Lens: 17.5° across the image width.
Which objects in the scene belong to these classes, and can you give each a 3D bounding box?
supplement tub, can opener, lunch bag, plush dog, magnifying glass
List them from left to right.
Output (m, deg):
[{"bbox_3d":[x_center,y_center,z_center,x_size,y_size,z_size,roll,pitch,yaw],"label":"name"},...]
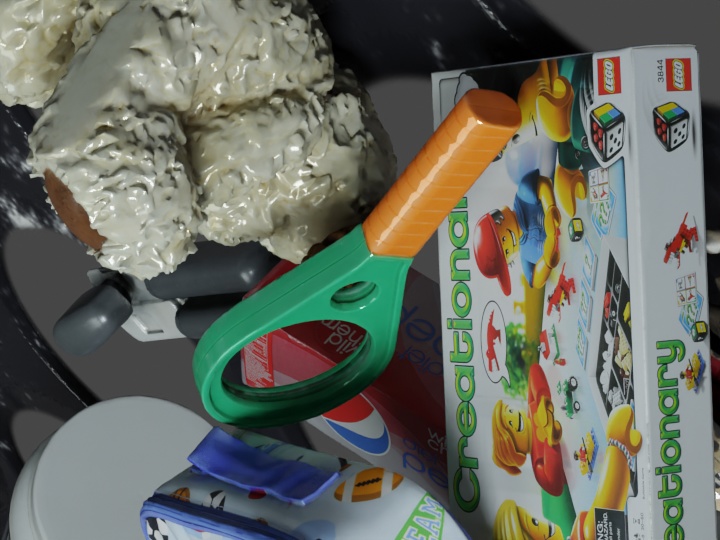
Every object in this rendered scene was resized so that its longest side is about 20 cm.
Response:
[{"bbox_3d":[-0.146,0.166,1.419,0.140,0.140,0.200,42,154,6],"label":"supplement tub"},{"bbox_3d":[-0.097,0.022,1.216,0.053,0.067,0.200,52,154,-17],"label":"can opener"},{"bbox_3d":[-0.050,-0.071,0.969,0.172,0.160,0.200,46,-176,-41],"label":"plush dog"},{"bbox_3d":[-0.009,0.138,0.934,0.160,0.076,0.200,57,158,-18],"label":"lunch bag"},{"bbox_3d":[0.000,0.000,0.902,0.200,0.079,0.022,-49,47,42],"label":"magnifying glass"}]

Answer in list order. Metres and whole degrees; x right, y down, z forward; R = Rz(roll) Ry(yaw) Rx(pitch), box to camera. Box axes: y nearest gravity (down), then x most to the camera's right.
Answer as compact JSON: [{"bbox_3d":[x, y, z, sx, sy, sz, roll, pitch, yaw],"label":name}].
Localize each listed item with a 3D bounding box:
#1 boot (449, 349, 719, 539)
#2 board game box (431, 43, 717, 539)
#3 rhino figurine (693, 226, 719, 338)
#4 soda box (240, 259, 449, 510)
[{"bbox_3d":[0.142,0.129,0.951,0.200,0.073,0.151,40,118,-5],"label":"boot"},{"bbox_3d":[0.077,0.021,0.866,0.126,0.035,0.200,-1,92,58],"label":"board game box"},{"bbox_3d":[0.178,0.005,0.793,0.200,0.060,0.088,-2,109,58],"label":"rhino figurine"},{"bbox_3d":[0.041,0.059,1.063,0.200,0.070,0.063,31,148,23],"label":"soda box"}]
